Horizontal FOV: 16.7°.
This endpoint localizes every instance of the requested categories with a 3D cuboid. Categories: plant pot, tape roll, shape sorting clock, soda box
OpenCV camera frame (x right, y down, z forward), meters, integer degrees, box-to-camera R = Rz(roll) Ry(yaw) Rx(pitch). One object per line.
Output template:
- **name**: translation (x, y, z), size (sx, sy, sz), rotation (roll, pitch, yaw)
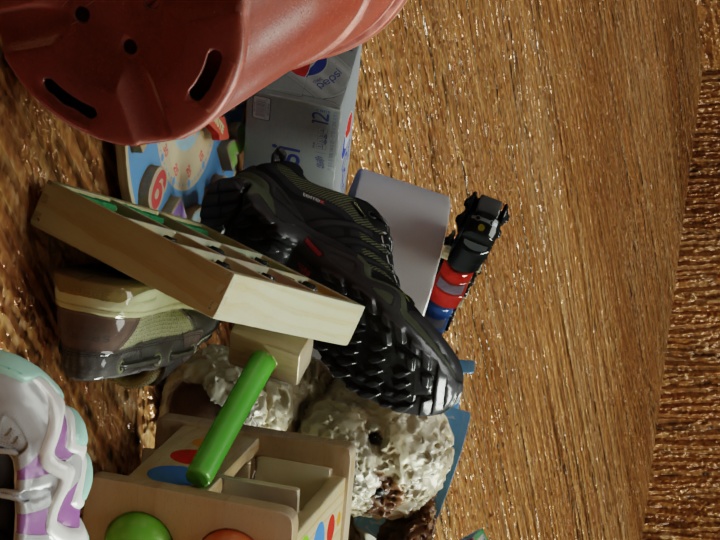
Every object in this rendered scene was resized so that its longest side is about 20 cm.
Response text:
- **plant pot**: translation (-0.089, -0.170, 1.300), size (0.195, 0.200, 0.202), rotation (-48, 139, -55)
- **tape roll**: translation (0.002, 0.033, 1.748), size (0.202, 0.070, 0.203), rotation (-163, -90, -86)
- **shape sorting clock**: translation (-0.106, -0.102, 1.510), size (0.200, 0.039, 0.201), rotation (2, 90, -76)
- **soda box**: translation (-0.042, -0.072, 1.627), size (0.200, 0.063, 0.068), rotation (97, 7, -53)

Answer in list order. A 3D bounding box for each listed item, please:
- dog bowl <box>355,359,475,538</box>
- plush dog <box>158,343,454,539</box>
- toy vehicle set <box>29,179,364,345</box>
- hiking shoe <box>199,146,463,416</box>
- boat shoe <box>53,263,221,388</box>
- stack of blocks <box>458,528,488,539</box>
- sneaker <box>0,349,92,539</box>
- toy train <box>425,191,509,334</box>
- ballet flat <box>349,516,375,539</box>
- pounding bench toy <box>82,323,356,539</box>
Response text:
- **dog bowl**: translation (0.037, 0.125, 1.730), size (0.200, 0.049, 0.112), rotation (-75, -175, -70)
- **plush dog**: translation (-0.023, 0.114, 1.597), size (0.161, 0.171, 0.201), rotation (-64, 151, -59)
- **toy vehicle set**: translation (-0.088, -0.002, 1.385), size (0.027, 0.124, 0.200), rotation (-65, 159, 3)
- **hiking shoe**: translation (0.000, 0.000, 1.514), size (0.101, 0.200, 0.076), rotation (-39, 172, -45)
- **boat shoe**: translation (-0.130, 0.033, 1.393), size (0.201, 0.071, 0.066), rotation (9, 96, -78)
- **stack of blocks**: translation (0.001, 0.255, 1.657), size (0.059, 0.199, 0.115), rotation (60, 17, 1)
- **sneaker**: translation (-0.179, 0.149, 1.181), size (0.140, 0.077, 0.201), rotation (-67, 155, -56)
- **toy train**: translation (0.067, 0.003, 1.720), size (0.200, 0.034, 0.046), rotation (114, -4, -66)
- **ballet flat**: translation (0.002, 0.206, 1.914), size (0.068, 0.068, 0.201), rotation (-10, 100, -30)
- **pounding bench toy**: translation (-0.083, 0.136, 1.422), size (0.156, 0.124, 0.201), rotation (-39, 136, -71)
